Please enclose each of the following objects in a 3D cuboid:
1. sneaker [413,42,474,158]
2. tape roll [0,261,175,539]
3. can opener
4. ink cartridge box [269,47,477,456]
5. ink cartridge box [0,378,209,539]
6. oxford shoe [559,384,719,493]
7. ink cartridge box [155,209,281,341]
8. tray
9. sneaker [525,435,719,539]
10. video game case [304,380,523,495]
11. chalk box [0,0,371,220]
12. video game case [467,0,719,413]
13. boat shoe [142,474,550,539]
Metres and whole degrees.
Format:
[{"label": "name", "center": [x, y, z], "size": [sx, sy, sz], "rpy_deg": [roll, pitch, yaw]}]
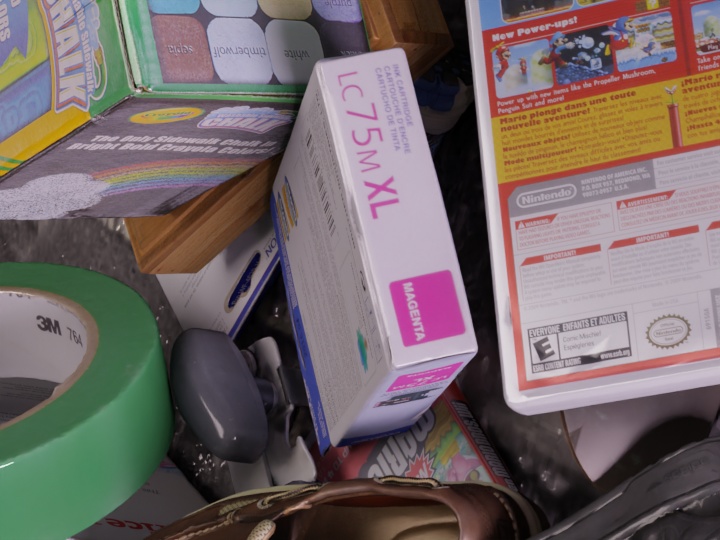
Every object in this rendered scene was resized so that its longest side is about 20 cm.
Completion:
[{"label": "sneaker", "center": [-0.027, -0.090, 1.100], "size": [0.200, 0.077, 0.085], "rpy_deg": [43, 118, 52]}, {"label": "tape roll", "center": [-0.182, 0.062, 1.054], "size": [0.200, 0.200, 0.048], "rpy_deg": [31, 137, 53]}, {"label": "can opener", "center": [-0.042, 0.113, 1.028], "size": [0.053, 0.067, 0.201], "rpy_deg": [-47, 44, 36]}, {"label": "ink cartridge box", "center": [0.000, 0.000, 0.959], "size": [0.200, 0.042, 0.120], "rpy_deg": [124, 134, -73]}, {"label": "ink cartridge box", "center": [-0.158, 0.121, 1.134], "size": [0.200, 0.145, 0.083], "rpy_deg": [40, 115, 57]}, {"label": "oxford shoe", "center": [0.100, -0.008, 0.919], "size": [0.071, 0.071, 0.201], "rpy_deg": [122, 151, -71]}, {"label": "ink cartridge box", "center": [-0.070, -0.042, 1.173], "size": [0.100, 0.039, 0.200], "rpy_deg": [-57, 38, 26]}, {"label": "tray", "center": [-0.047, -0.088, 1.048], "size": [0.200, 0.037, 0.099], "rpy_deg": [-39, 62, 44]}, {"label": "sneaker", "center": [0.102, 0.132, 0.847], "size": [0.200, 0.060, 0.104], "rpy_deg": [-38, 46, 23]}, {"label": "video game case", "center": [0.020, 0.133, 1.009], "size": [0.143, 0.017, 0.200], "rpy_deg": [-58, 40, 25]}, {"label": "chalk box", "center": [-0.081, -0.109, 0.968], "size": [0.200, 0.124, 0.124], "rpy_deg": [-26, 72, 46]}, {"label": "video game case", "center": [0.112, -0.058, 0.860], "size": [0.142, 0.017, 0.201], "rpy_deg": [-11, 73, 20]}, {"label": "boat shoe", "center": [-0.029, 0.114, 0.946], "size": [0.202, 0.075, 0.075], "rpy_deg": [-17, 70, 26]}]
